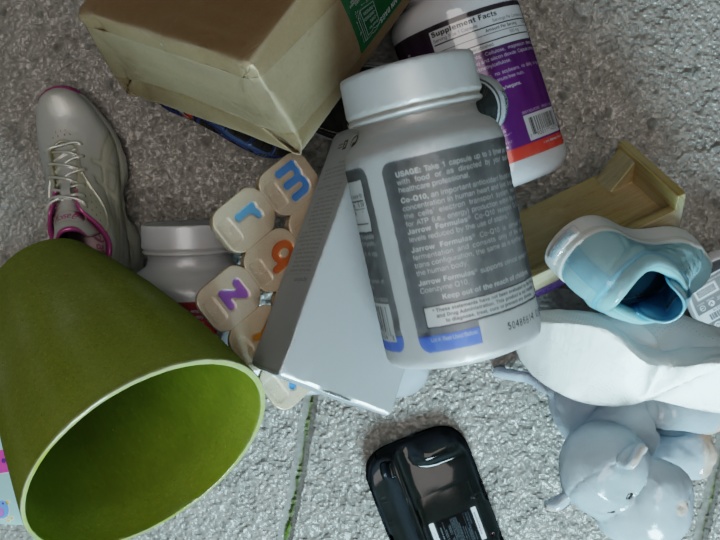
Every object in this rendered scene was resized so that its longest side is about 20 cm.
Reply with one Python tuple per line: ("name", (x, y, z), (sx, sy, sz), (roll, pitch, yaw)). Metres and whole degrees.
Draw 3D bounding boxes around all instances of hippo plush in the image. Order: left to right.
("hippo plush", (0.231, 0.138, 0.751), (0.200, 0.161, 0.159), (43, 113, -4))

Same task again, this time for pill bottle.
("pill bottle", (-0.150, 0.057, 0.798), (0.111, 0.112, 0.201), (-1, 97, 3))
("pill bottle", (0.052, -0.042, 0.615), (0.113, 0.114, 0.201), (-12, 96, 4))
("pill bottle", (0.096, -0.167, 0.759), (0.112, 0.112, 0.201), (-19, 95, 5))

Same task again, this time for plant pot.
("plant pot", (-0.203, 0.071, 0.680), (0.187, 0.187, 0.200), (-47, 57, 7))

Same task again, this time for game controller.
("game controller", (0.081, 0.253, 0.855), (0.104, 0.042, 0.201), (-22, 96, -9))

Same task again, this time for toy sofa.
("toy sofa", (0.167, -0.017, 0.747), (0.199, 0.083, 0.098), (-24, 138, -12))

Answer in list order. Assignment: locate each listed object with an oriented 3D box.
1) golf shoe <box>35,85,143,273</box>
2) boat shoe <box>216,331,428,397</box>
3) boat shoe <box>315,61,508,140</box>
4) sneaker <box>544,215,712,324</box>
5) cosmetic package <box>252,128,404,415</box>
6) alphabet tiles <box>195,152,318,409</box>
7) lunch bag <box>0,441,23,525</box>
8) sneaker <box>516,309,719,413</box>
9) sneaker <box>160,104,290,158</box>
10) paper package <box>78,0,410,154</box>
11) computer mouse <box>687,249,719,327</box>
("golf shoe", (-0.251, -0.071, 0.799), (0.075, 0.092, 0.201), (-16, 95, 6))
("boat shoe", (-0.035, 0.070, 0.779), (0.199, 0.057, 0.069), (13, 112, -25))
("boat shoe", (0.020, -0.134, 0.717), (0.199, 0.057, 0.069), (6, 110, 35))
("sneaker", (0.225, 0.014, 0.686), (0.074, 0.199, 0.082), (-57, 49, 30))
("cosmetic package", (0.000, 0.000, 0.692), (0.101, 0.074, 0.201), (25, 80, -22))
("alphabet tiles", (-0.030, 0.009, 0.727), (0.195, 0.015, 0.200), (-42, 103, -22))
("lunch bag", (-0.290, 0.123, 0.811), (0.169, 0.122, 0.202), (2, 89, 6))
("sneaker", (0.225, 0.061, 0.722), (0.199, 0.089, 0.076), (11, 124, 5))
("sneaker", (-0.139, -0.164, 0.790), (0.200, 0.078, 0.075), (35, 73, 3))
("paper package", (-0.078, -0.213, 0.684), (0.190, 0.104, 0.201), (23, 70, 29))
("computer mouse", (0.359, 0.064, 0.813), (0.109, 0.044, 0.201), (-29, 100, 10))
